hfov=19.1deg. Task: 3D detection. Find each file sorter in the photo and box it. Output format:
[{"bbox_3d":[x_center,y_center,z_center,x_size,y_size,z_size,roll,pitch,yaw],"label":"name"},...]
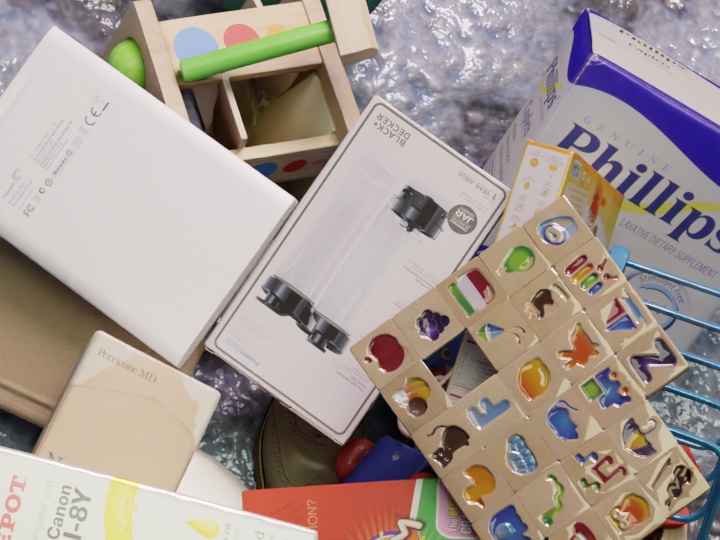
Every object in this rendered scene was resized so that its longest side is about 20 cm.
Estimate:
[{"bbox_3d":[0.189,0.103,1.433,0.122,0.140,0.200,18,32,9],"label":"file sorter"}]

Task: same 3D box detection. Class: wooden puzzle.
[{"bbox_3d":[-0.192,0.010,1.423,0.199,0.037,0.186,24,80,6],"label":"wooden puzzle"}]

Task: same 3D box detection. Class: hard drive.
[{"bbox_3d":[-0.159,-0.049,1.398,0.199,0.025,0.132,35,86,8],"label":"hard drive"}]

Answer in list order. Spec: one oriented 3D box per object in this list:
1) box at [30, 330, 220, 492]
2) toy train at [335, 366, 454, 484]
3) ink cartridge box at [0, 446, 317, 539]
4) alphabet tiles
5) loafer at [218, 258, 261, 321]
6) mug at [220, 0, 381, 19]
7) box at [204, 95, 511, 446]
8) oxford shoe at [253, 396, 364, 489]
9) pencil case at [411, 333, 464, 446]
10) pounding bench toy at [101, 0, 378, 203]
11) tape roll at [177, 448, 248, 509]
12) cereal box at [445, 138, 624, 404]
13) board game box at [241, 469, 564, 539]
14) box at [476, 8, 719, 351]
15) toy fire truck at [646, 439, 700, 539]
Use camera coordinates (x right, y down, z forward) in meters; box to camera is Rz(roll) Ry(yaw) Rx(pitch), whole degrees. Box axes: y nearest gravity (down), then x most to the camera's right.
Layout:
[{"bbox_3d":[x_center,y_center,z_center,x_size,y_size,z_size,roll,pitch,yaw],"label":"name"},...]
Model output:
[{"bbox_3d":[-0.171,0.150,1.322,0.094,0.078,0.201,26,72,-7],"label":"box"},{"bbox_3d":[0.038,0.163,1.431,0.200,0.084,0.116,-48,130,-17],"label":"toy train"},{"bbox_3d":[-0.140,0.198,1.233,0.198,0.083,0.146,16,74,-11],"label":"ink cartridge box"},{"bbox_3d":[0.116,0.080,1.315,0.167,0.008,0.201,-35,78,-3],"label":"alphabet tiles"},{"bbox_3d":[-0.077,-0.003,1.499,0.199,0.070,0.070,-25,78,-30],"label":"loafer"},{"bbox_3d":[-0.053,-0.260,1.601,0.151,0.114,0.186,-27,79,-29],"label":"mug"},{"bbox_3d":[0.000,0.000,1.410,0.116,0.060,0.201,34,92,3],"label":"box"},{"bbox_3d":[-0.028,0.096,1.471,0.070,0.075,0.202,12,63,-17],"label":"oxford shoe"},{"bbox_3d":[0.054,0.027,1.493,0.078,0.086,0.202,-32,110,-56],"label":"pencil case"},{"bbox_3d":[-0.091,-0.128,1.474,0.155,0.200,0.125,-10,71,-26],"label":"pounding bench toy"},{"bbox_3d":[-0.147,0.204,1.396,0.201,0.037,0.205,9,64,-19],"label":"tape roll"},{"bbox_3d":[0.113,0.027,1.411,0.039,0.144,0.202,16,87,21],"label":"cereal box"},{"bbox_3d":[0.029,0.207,1.315,0.198,0.040,0.155,-4,71,2],"label":"board game box"},{"bbox_3d":[0.188,-0.049,1.544,0.183,0.201,0.105,29,23,-7],"label":"box"},{"bbox_3d":[0.215,0.200,1.539,0.199,0.049,0.142,-20,79,-26],"label":"toy fire truck"}]
